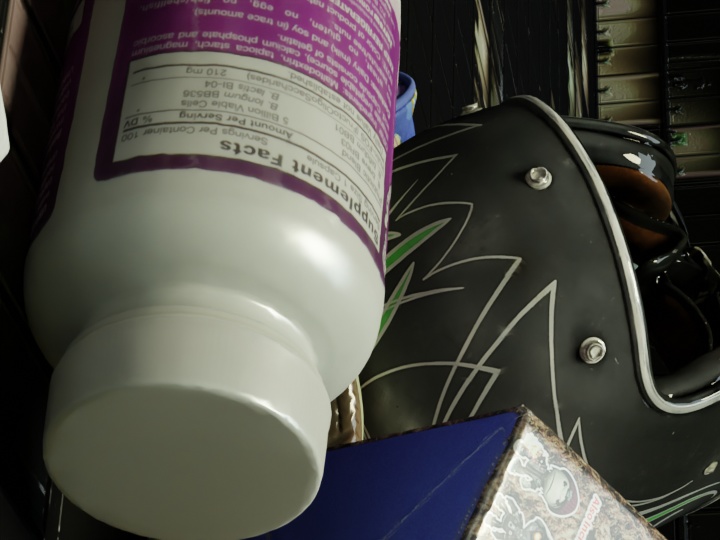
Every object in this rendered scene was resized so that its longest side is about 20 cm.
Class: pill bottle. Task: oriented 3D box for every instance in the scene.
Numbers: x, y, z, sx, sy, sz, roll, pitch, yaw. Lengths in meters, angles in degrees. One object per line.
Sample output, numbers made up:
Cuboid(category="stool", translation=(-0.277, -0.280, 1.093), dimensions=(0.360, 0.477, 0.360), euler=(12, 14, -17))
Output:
Cuboid(category="pill bottle", translation=(-0.046, -0.020, 0.745), dimensions=(0.113, 0.112, 0.201), euler=(74, 16, -50))

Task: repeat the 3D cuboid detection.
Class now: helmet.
Cuboid(category="helmet", translation=(0.066, 0.028, 0.984), dimensions=(0.190, 0.200, 0.201), euler=(8, 75, -39))

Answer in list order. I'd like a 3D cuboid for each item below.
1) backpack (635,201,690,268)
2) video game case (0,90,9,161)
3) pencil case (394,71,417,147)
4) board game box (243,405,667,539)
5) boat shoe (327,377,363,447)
Cuboid(category="backpack", translation=(0.350, -0.033, 3.022), dimensions=(0.167, 0.126, 0.201), euler=(-100, -178, -70))
Cuboid(category="video game case", translation=(-0.130, -0.081, 0.540), dimensions=(0.200, 0.024, 0.183), euler=(-71, 155, -67))
Cuboid(category="pencil case", translation=(0.000, 0.000, 1.102), dimensions=(0.087, 0.078, 0.201), euler=(-67, 152, -55))
Cuboid(category="board game box", translation=(0.053, 0.155, 0.824), dimensions=(0.200, 0.159, 0.097), euler=(44, 57, -23))
Cuboid(category="boat shoe", translation=(-0.038, 0.029, 0.927), dimensions=(0.076, 0.071, 0.201), euler=(153, -64, -83))
